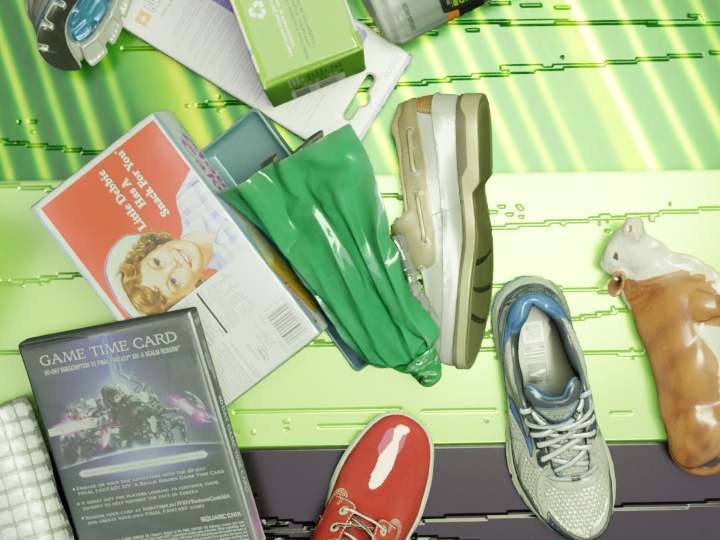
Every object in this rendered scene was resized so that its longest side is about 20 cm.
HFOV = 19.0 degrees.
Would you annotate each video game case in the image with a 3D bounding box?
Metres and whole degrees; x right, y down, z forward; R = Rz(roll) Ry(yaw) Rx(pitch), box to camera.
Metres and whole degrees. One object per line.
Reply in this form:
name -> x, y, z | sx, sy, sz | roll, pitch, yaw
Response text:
video game case -> -0.154, 0.133, 1.543 | 0.142, 0.019, 0.201 | -11, 102, 23

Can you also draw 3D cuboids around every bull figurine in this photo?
bull figurine -> 0.248, 0.049, 1.558 | 0.121, 0.065, 0.201 | -11, 100, 32

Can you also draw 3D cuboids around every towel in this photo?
towel -> -0.311, 0.194, 1.555 | 0.199, 0.086, 0.166 | -17, 93, -2

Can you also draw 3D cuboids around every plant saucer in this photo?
plant saucer -> -0.036, -0.024, 1.571 | 0.070, 0.019, 0.200 | -36, 92, 34

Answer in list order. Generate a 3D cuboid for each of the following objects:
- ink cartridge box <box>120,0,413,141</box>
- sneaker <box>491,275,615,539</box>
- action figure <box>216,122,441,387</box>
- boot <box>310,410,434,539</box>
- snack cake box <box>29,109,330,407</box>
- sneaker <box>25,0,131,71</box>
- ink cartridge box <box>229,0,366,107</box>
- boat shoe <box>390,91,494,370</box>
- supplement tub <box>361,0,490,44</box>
ink cartridge box -> -0.070, -0.169, 1.575 | 0.200, 0.037, 0.095 | 32, 90, 2
sneaker -> 0.137, 0.104, 1.555 | 0.077, 0.085, 0.201 | -16, 92, 0
action figure -> 0.000, 0.000, 1.520 | 0.118, 0.055, 0.200 | -24, 105, 31
boot -> -0.003, 0.197, 1.526 | 0.072, 0.144, 0.200 | 25, 89, 1
snack cake box -> -0.128, -0.003, 1.554 | 0.115, 0.067, 0.200 | -37, 91, 9
sneaker -> -0.178, -0.245, 1.546 | 0.200, 0.087, 0.075 | -49, 132, 7
ink cartridge box -> -0.066, -0.224, 1.486 | 0.076, 0.148, 0.201 | -22, 89, 0
boat shoe -> 0.058, -0.029, 1.565 | 0.068, 0.075, 0.201 | 1, 91, 15
supplement tub -> 0.083, -0.255, 1.531 | 0.200, 0.123, 0.123 | -27, 91, 1
